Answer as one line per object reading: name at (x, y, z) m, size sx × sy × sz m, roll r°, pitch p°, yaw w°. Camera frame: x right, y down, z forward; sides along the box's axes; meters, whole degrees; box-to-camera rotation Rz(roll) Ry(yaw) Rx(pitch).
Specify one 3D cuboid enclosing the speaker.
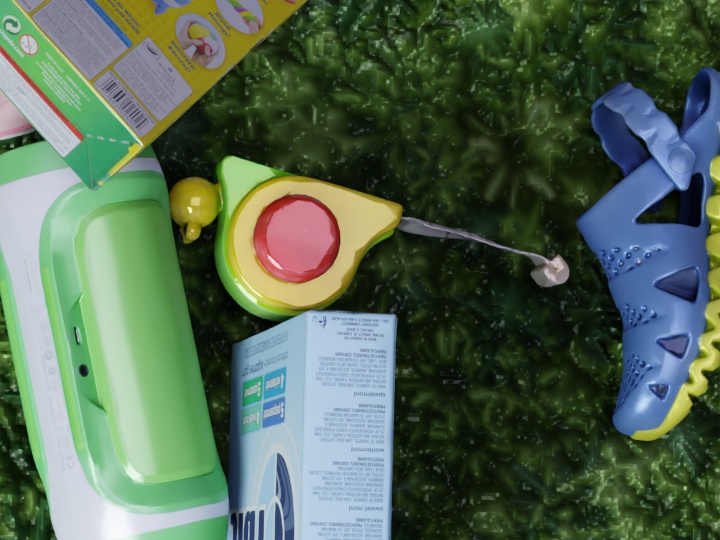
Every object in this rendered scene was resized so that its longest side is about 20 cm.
speaker at (-0.117, 0.039, 1.225) m, size 0.088 × 0.088 × 0.201 m, roll -10°, pitch 86°, yaw -15°

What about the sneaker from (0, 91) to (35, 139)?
sneaker at (-0.190, -0.099, 1.214) m, size 0.199 × 0.105 × 0.076 m, roll -18°, pitch 86°, yaw -16°

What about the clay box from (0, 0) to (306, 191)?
clay box at (-0.102, -0.133, 1.231) m, size 0.115 × 0.048 × 0.200 m, roll 48°, pitch 39°, yaw -4°

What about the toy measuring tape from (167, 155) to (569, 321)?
toy measuring tape at (0.000, 0.000, 1.267) m, size 0.199 × 0.074 × 0.074 m, roll 16°, pitch 80°, yaw -11°

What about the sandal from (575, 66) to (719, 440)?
sandal at (0.146, -0.014, 1.305) m, size 0.087 × 0.080 × 0.201 m, roll 14°, pitch 72°, yaw -8°

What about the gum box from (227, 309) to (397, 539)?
gum box at (-0.026, 0.126, 1.193) m, size 0.044 × 0.170 × 0.201 m, roll 4°, pitch 82°, yaw -14°
